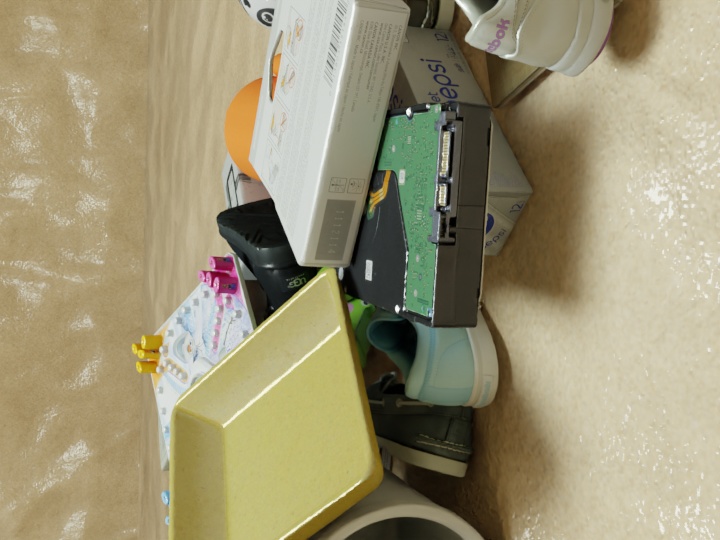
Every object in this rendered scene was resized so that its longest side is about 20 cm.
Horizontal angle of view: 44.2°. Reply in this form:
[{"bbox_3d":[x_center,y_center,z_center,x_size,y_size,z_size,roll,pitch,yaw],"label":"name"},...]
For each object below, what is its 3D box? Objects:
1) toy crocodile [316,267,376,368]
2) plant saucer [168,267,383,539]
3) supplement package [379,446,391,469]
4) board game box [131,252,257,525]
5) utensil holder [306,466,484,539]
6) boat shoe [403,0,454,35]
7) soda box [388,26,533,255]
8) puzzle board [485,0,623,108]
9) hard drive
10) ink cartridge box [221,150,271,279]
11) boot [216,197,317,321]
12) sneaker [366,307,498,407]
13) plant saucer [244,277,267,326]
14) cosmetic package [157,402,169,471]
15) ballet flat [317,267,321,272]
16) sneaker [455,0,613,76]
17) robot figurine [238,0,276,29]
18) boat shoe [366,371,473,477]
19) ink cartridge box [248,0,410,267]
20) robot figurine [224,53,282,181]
[{"bbox_3d":[0.000,0.000,0.789,0.200,0.062,0.068,-87,-17,-47],"label":"toy crocodile"},{"bbox_3d":[-0.060,0.127,0.650,0.200,0.048,0.200,-41,35,22],"label":"plant saucer"},{"bbox_3d":[-0.060,0.210,0.929,0.200,0.111,0.156,-144,58,-66],"label":"supplement package"},{"bbox_3d":[-0.150,0.116,0.827,0.200,0.026,0.200,-42,57,42],"label":"board game box"},{"bbox_3d":[-0.006,0.240,0.705,0.200,0.169,0.171,-170,82,-70],"label":"utensil holder"},{"bbox_3d":[0.017,-0.211,0.809,0.202,0.060,0.072,153,115,-67],"label":"boat shoe"},{"bbox_3d":[0.061,-0.105,0.687,0.068,0.063,0.200,112,151,-44],"label":"soda box"},{"bbox_3d":[0.120,-0.233,0.604,0.151,0.017,0.201,141,127,-65],"label":"puzzle board"},{"bbox_3d":[0.028,-0.043,0.625,0.200,0.038,0.140,-165,76,-70],"label":"hard drive"},{"bbox_3d":[-0.092,-0.087,1.016,0.068,0.116,0.200,117,147,-48],"label":"ink cartridge box"},{"bbox_3d":[-0.077,0.028,0.856,0.200,0.076,0.169,-139,36,-64],"label":"boot"},{"bbox_3d":[0.041,0.027,0.705,0.200,0.082,0.074,-115,34,-54],"label":"sneaker"},{"bbox_3d":[-0.104,0.051,1.062,0.200,0.032,0.201,2,-90,-81],"label":"plant saucer"},{"bbox_3d":[-0.180,0.148,0.992,0.200,0.073,0.104,127,139,-58],"label":"cosmetic package"},{"bbox_3d":[-0.015,0.028,0.902,0.075,0.068,0.200,36,132,39],"label":"ballet flat"},{"bbox_3d":[0.087,-0.211,0.525,0.075,0.099,0.201,124,144,-60],"label":"sneaker"},{"bbox_3d":[-0.069,-0.357,0.951,0.150,0.124,0.200,-88,11,-57],"label":"robot figurine"},{"bbox_3d":[0.036,0.121,0.754,0.200,0.073,0.062,9,83,67],"label":"boat shoe"},{"bbox_3d":[-0.032,-0.132,0.676,0.176,0.045,0.200,-119,36,-52],"label":"ink cartridge box"},{"bbox_3d":[-0.065,-0.140,0.910,0.200,0.116,0.144,24,93,52],"label":"robot figurine"}]
